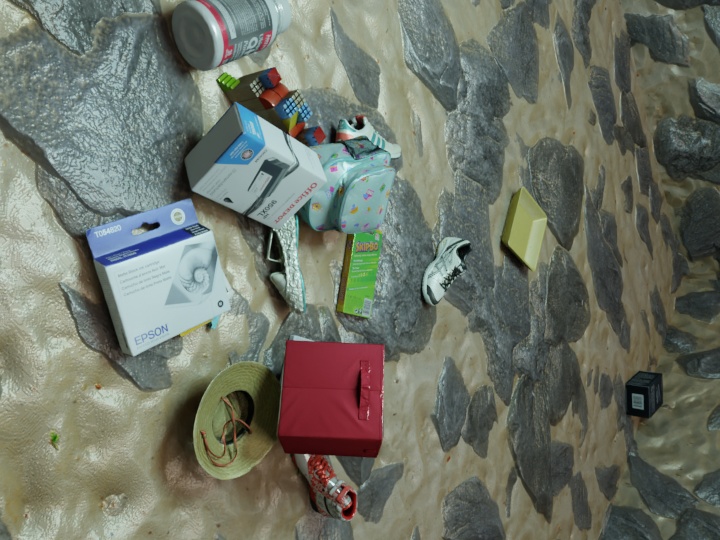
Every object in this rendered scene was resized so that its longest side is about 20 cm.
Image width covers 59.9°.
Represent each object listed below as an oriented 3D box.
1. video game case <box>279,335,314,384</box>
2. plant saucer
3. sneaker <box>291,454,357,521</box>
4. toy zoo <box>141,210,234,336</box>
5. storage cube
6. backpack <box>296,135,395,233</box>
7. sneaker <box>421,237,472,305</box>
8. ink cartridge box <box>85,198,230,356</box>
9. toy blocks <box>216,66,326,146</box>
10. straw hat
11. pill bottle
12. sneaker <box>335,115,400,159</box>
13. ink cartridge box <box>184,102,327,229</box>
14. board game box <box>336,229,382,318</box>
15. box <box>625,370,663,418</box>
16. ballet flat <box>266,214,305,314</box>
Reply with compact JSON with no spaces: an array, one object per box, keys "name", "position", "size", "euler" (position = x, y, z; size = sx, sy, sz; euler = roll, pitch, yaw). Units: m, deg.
[{"name":"video game case","position":[-0.088,0.226,1.308],"size":[0.199,0.018,0.145],"euler":[24,73,-46]},{"name":"plant saucer","position":[0.503,-0.126,1.941],"size":[0.200,0.048,0.202],"euler":[36,65,-44]},{"name":"sneaker","position":[-0.067,0.419,1.271],"size":[0.067,0.107,0.204],"euler":[-33,115,-42]},{"name":"toy zoo","position":[-0.294,0.018,1.066],"size":[0.131,0.020,0.202],"euler":[-43,122,-38]},{"name":"storage cube","position":[-0.050,0.238,1.133],"size":[0.200,0.177,0.173],"euler":[97,-4,-65]},{"name":"backpack","position":[-0.038,-0.161,1.236],"size":[0.198,0.154,0.177],"euler":[-10,132,-32]},{"name":"sneaker","position":[0.225,-0.001,1.603],"size":[0.076,0.087,0.202],"euler":[43,62,-42]},{"name":"ink cartridge box","position":[-0.313,0.005,0.997],"size":[0.199,0.040,0.202],"euler":[-28,112,-44]},{"name":"toy blocks","position":[-0.150,-0.284,1.131],"size":[0.100,0.136,0.201],"euler":[-54,128,-31]},{"name":"straw hat","position":[-0.234,0.254,1.093],"size":[0.200,0.084,0.204],"euler":[0,90,-48]},{"name":"pill bottle","position":[-0.214,-0.426,1.074],"size":[0.200,0.110,0.112],"euler":[-40,120,-39]},{"name":"sneaker","position":[0.022,-0.292,1.373],"size":[0.198,0.070,0.095],"euler":[-10,105,-45]},{"name":"ink cartridge box","position":[-0.178,-0.174,1.087],"size":[0.199,0.144,0.085],"euler":[24,34,-46]},{"name":"board game box","position":[0.000,0.000,1.393],"size":[0.095,0.030,0.203],"euler":[17,81,-48]},{"name":"box","position":[1.268,0.550,2.787],"size":[0.199,0.104,0.150],"euler":[-14,101,-48]},{"name":"ballet flat","position":[-0.148,-0.013,1.209],"size":[0.071,0.071,0.203],"euler":[-10,96,-48]}]
